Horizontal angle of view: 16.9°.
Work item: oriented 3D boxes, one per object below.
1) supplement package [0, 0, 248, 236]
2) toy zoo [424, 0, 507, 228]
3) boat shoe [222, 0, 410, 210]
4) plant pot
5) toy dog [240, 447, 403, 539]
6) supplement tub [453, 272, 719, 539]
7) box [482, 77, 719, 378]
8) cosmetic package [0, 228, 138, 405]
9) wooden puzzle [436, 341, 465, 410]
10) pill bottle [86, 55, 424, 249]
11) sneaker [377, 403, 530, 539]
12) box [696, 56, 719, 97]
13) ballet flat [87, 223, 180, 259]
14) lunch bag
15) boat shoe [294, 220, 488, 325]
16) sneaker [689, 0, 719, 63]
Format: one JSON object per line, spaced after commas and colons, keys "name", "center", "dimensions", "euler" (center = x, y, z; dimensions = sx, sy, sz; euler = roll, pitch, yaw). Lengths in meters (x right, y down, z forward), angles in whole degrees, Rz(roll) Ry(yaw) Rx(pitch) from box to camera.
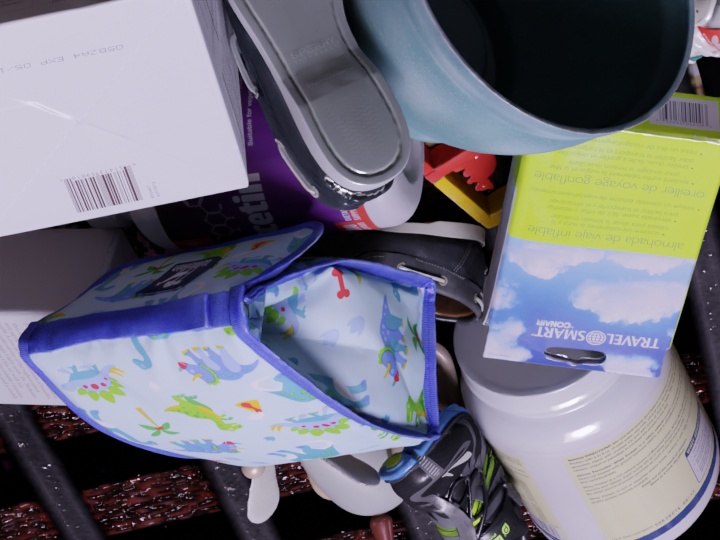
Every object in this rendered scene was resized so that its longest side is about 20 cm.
{"name": "supplement package", "center": [-0.152, -0.150, 1.299], "dimensions": [0.152, 0.200, 0.151], "euler": [-11, 139, 4]}
{"name": "toy zoo", "center": [0.091, -0.096, 1.530], "dimensions": [0.131, 0.020, 0.200], "euler": [-30, 133, 24]}
{"name": "boat shoe", "center": [-0.038, -0.126, 1.297], "dimensions": [0.076, 0.200, 0.060], "euler": [-14, 168, -23]}
{"name": "plant pot", "center": [0.067, -0.148, 1.356], "dimensions": [0.200, 0.200, 0.134], "euler": [21, 151, -28]}
{"name": "toy dog", "center": [-0.025, 0.141, 1.635], "dimensions": [0.200, 0.096, 0.132], "euler": [5, 160, -34]}
{"name": "supplement tub", "center": [0.153, 0.091, 1.657], "dimensions": [0.145, 0.145, 0.200], "euler": [-18, 138, 12]}
{"name": "box", "center": [0.146, -0.024, 1.488], "dimensions": [0.122, 0.048, 0.200], "euler": [7, 133, -2]}
{"name": "cosmetic package", "center": [-0.232, 0.029, 1.545], "dimensions": [0.200, 0.071, 0.101], "euler": [1, 143, 22]}
{"name": "wooden puzzle", "center": [-0.032, 0.082, 1.669], "dimensions": [0.200, 0.037, 0.185], "euler": [-7, 163, 4]}
{"name": "pill bottle", "center": [-0.068, -0.072, 1.452], "dimensions": [0.200, 0.113, 0.112], "euler": [-6, 140, 16]}
{"name": "sneaker", "center": [0.072, 0.147, 1.597], "dimensions": [0.071, 0.083, 0.200], "euler": [-42, 153, 0]}
{"name": "box", "center": [0.302, -0.029, 1.514], "dimensions": [0.104, 0.182, 0.200], "euler": [-20, 137, 15]}
{"name": "ballet flat", "center": [-0.080, -0.013, 1.576], "dimensions": [0.200, 0.069, 0.071], "euler": [22, 106, -29]}
{"name": "lunch bag", "center": [-0.075, 0.045, 1.428], "dimensions": [0.170, 0.128, 0.200], "euler": [-11, 166, 34]}
{"name": "boat shoe", "center": [0.000, 0.000, 1.547], "dimensions": [0.200, 0.068, 0.072], "euler": [5, 172, -37]}
{"name": "sneaker", "center": [0.186, -0.150, 1.417], "dimensions": [0.200, 0.093, 0.070], "euler": [-38, 131, 22]}
